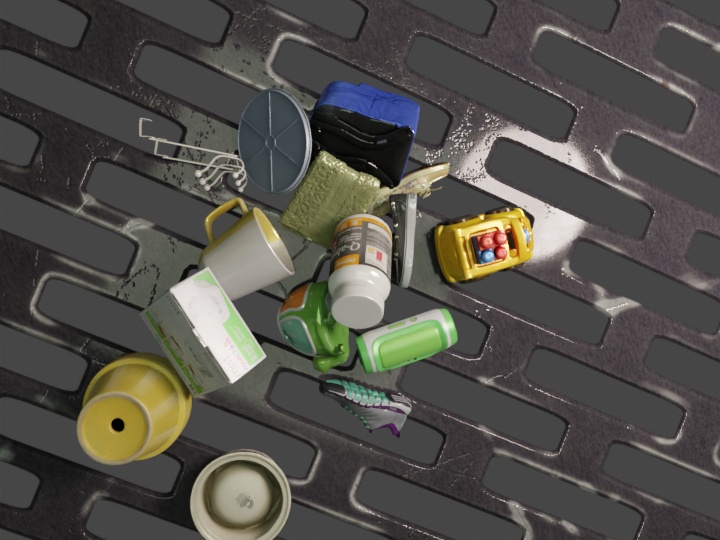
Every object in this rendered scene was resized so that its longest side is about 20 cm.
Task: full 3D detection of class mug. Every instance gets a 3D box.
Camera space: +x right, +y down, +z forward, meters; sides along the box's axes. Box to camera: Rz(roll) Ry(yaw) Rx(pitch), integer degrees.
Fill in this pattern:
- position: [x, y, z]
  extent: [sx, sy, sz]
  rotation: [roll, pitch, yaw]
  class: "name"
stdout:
- position: [-0.233, -0.030, 1.161]
  extent: [0.152, 0.187, 0.150]
  rotation: [-31, 127, 4]
  class: "mug"

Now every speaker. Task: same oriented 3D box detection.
- position: [0.093, 0.144, 1.209]
  extent: [0.198, 0.088, 0.089]
  rotation: [-18, 94, -5]
  class: "speaker"

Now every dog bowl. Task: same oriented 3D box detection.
- position: [-0.238, 0.452, 1.189]
  extent: [0.198, 0.074, 0.203]
  rotation: [0, 91, -7]
  class: "dog bowl"

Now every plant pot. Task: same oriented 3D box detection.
- position: [-0.431, 0.268, 1.105]
  extent: [0.198, 0.189, 0.203]
  rotation: [0, 92, -7]
  class: "plant pot"

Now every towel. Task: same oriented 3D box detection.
- position: [-0.062, -0.130, 1.159]
  extent: [0.147, 0.037, 0.201]
  rotation: [26, 128, -12]
  class: "towel"

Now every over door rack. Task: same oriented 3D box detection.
- position: [-0.317, -0.204, 1.124]
  extent: [0.198, 0.148, 0.067]
  rotation: [22, 84, -7]
  class: "over door rack"

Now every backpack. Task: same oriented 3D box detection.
- position: [0.001, -0.272, 1.145]
  extent: [0.198, 0.169, 0.163]
  rotation: [14, 134, -2]
  class: "backpack"

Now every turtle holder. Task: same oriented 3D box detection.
- position: [-0.083, 0.107, 1.176]
  extent: [0.130, 0.186, 0.142]
  rotation: [-8, 58, 18]
  class: "turtle holder"

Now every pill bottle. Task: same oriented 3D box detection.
- position: [0.000, 0.000, 1.100]
  extent: [0.115, 0.117, 0.201]
  rotation: [11, 47, -6]
  class: "pill bottle"

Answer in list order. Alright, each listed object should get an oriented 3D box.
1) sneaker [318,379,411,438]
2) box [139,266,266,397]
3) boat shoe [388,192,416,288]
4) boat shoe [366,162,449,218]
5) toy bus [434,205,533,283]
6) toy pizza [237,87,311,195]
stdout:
- position: [0.003, 0.288, 1.212]
  extent: [0.198, 0.074, 0.088]
  rotation: [17, 95, -7]
  class: "sneaker"
- position: [-0.301, 0.121, 1.110]
  extent: [0.096, 0.176, 0.201]
  rotation: [-36, 95, -42]
  class: "box"
- position: [0.080, -0.061, 1.193]
  extent: [0.056, 0.069, 0.202]
  rotation: [4, 113, 3]
  class: "boat shoe"
- position: [0.094, -0.163, 1.211]
  extent: [0.198, 0.073, 0.063]
  rotation: [-23, 100, 6]
  class: "boat shoe"
- position: [0.266, -0.055, 1.169]
  extent: [0.198, 0.192, 0.137]
  rotation: [-15, 92, -7]
  class: "toy bus"
- position: [-0.164, -0.248, 1.146]
  extent: [0.199, 0.032, 0.203]
  rotation: [9, 105, 37]
  class: "toy pizza"
